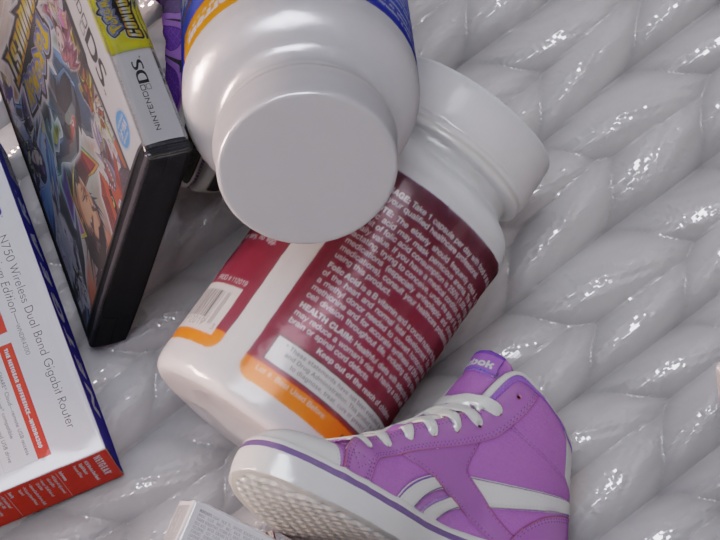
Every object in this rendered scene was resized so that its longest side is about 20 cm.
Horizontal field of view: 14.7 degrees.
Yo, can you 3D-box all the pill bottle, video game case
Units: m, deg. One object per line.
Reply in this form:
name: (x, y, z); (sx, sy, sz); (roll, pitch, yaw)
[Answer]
pill bottle: (0.000, 0.000, 1.379); (0.114, 0.114, 0.200); (32, 77, 17)
video game case: (-0.139, -0.085, 1.386); (0.025, 0.200, 0.181); (-13, 67, -21)
pill bottle: (-0.030, -0.102, 1.315); (0.112, 0.112, 0.200); (-10, 35, 3)

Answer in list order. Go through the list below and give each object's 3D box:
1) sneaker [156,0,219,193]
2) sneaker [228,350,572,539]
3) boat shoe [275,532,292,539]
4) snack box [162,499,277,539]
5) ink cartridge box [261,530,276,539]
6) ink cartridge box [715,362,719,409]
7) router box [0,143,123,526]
sneaker: (-0.078, -0.139, 1.469); (0.083, 0.081, 0.201); (0, 80, 42)
sneaker: (0.023, 0.084, 1.318); (0.073, 0.200, 0.115); (-5, 68, 45)
boat shoe: (-0.085, 0.187, 1.353); (0.200, 0.072, 0.062); (-28, 92, 0)
snack box: (-0.007, 0.176, 1.233); (0.200, 0.024, 0.072); (29, 74, -19)
ink cartridge box: (-0.083, 0.237, 1.278); (0.146, 0.083, 0.201); (-16, 91, 1)
ink cartridge box: (0.256, 0.114, 1.286); (0.084, 0.146, 0.200); (-36, 69, -5)
router box: (-0.239, 0.046, 1.427); (0.179, 0.049, 0.200); (-22, 68, -1)
